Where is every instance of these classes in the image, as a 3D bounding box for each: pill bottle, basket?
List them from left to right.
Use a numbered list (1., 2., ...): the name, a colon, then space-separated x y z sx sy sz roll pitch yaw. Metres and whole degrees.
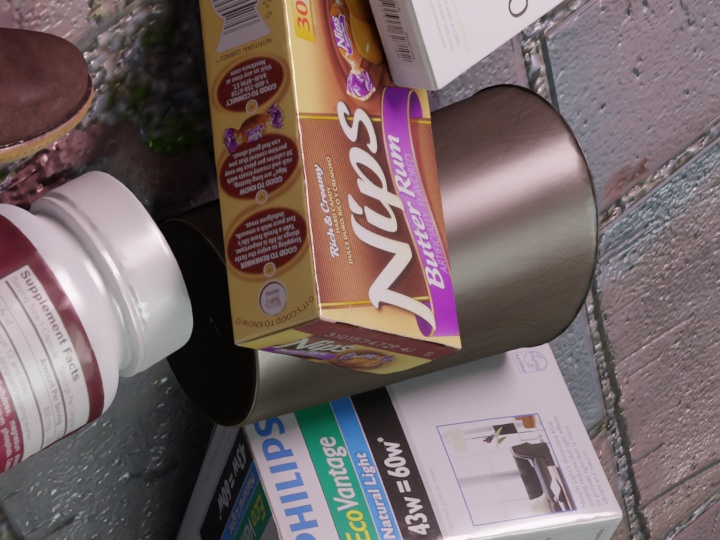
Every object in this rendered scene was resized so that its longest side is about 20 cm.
1. pill bottle: -0.185 0.039 1.179 0.200 0.114 0.114 -30 143 -25
2. basket: 0.000 0.000 1.333 0.199 0.136 0.180 -19 161 -28

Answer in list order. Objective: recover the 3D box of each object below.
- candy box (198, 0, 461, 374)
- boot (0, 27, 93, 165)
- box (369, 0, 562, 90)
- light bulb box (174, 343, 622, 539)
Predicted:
1. candy box: -0.016 -0.058 1.206 0.056 0.201 0.116 -18 160 32
2. boot: -0.178 -0.126 1.056 0.199 0.072 0.167 -7 131 -40
3. box: 0.073 -0.197 1.226 0.200 0.036 0.145 -38 123 -32
4. light bulb box: 0.012 0.156 1.432 0.199 0.125 0.199 -6 143 -23
